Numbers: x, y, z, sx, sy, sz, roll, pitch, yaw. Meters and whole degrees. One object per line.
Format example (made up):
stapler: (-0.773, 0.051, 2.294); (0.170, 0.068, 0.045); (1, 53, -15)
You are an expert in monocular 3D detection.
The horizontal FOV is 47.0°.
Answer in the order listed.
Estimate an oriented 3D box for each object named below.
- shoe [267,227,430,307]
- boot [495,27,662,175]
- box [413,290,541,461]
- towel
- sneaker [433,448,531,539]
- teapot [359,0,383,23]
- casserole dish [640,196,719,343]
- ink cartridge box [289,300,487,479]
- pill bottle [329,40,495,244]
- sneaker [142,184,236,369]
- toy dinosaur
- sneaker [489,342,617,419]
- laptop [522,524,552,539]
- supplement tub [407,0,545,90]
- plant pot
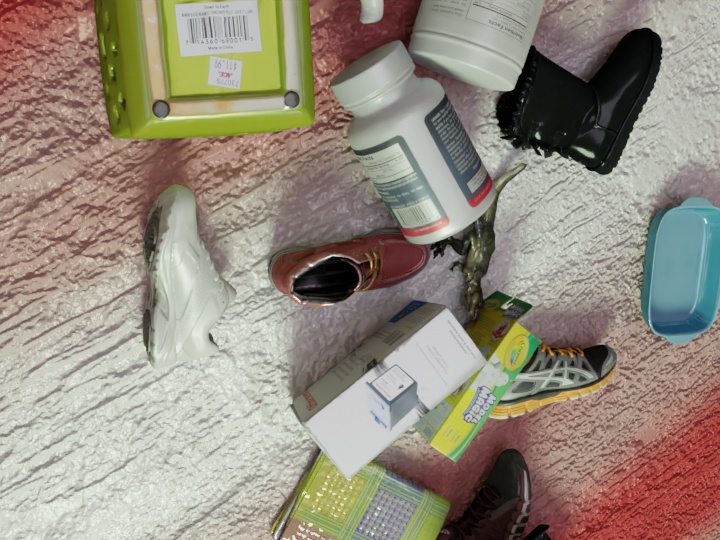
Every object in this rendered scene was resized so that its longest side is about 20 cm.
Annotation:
shoe: (0.000, 0.000, 0.939); (0.198, 0.091, 0.072); (-8, 105, -18)
boot: (0.260, -0.222, 0.998); (0.161, 0.073, 0.200); (19, 96, -19)
box: (0.138, 0.120, 1.003); (0.048, 0.117, 0.201); (34, 89, -17)
towel: (0.003, 0.310, 1.035); (0.199, 0.023, 0.144); (28, 91, -15)
sneaker: (0.148, 0.328, 1.079); (0.115, 0.076, 0.202); (7, 100, -18)
teapot: (0.038, -0.394, 0.838); (0.199, 0.199, 0.146); (-28, 153, 16)
casserole dish: (0.435, -0.002, 1.126); (0.120, 0.039, 0.202); (-3, 104, -20)
ink cartridge box: (0.026, 0.127, 0.941); (0.200, 0.146, 0.086); (-40, 96, -7)
pill bottle: (0.055, -0.142, 0.913); (0.119, 0.120, 0.201); (-35, 111, -9)
sneaker: (-0.182, 0.005, 0.893); (0.099, 0.078, 0.202); (-2, 112, -26)
toy dinosaur: (0.138, -0.043, 1.006); (0.088, 0.047, 0.202); (12, 98, -36)
sneaker: (0.243, 0.127, 1.067); (0.199, 0.078, 0.078); (-16, 98, -17)
laptop: (0.195, 0.415, 1.026); (0.177, 0.103, 0.200); (-39, 109, -5)
supplement tub: (0.139, -0.312, 0.899); (0.131, 0.132, 0.202); (15, 98, -22)
plant pot: (-0.146, -0.223, 0.789); (0.198, 0.181, 0.201); (-7, 105, -17)
